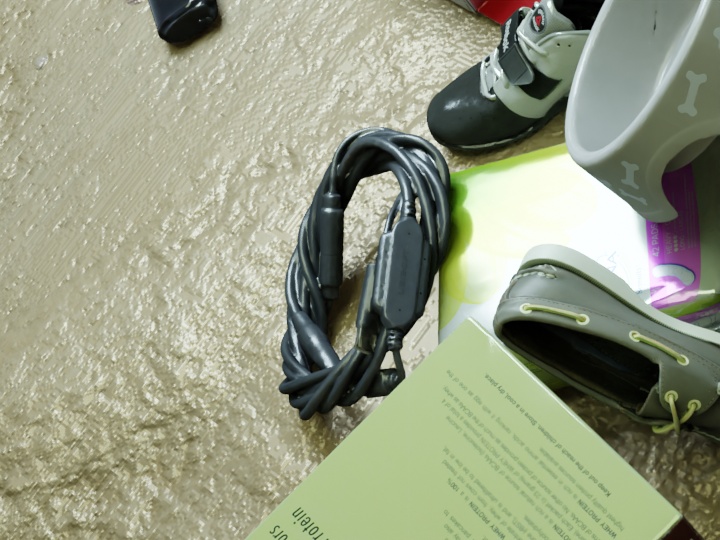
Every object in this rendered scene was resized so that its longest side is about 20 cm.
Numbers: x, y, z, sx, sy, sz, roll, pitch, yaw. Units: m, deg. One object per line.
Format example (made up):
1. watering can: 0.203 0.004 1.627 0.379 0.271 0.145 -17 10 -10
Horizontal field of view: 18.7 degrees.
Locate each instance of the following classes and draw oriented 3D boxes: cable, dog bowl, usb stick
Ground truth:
1. cable: 0.000 0.000 1.427 0.163 0.051 0.200 -35 45 54
2. dog bowl: 0.186 -0.130 1.264 0.200 0.059 0.200 -58 17 29
3. usb stick: -0.156 -0.259 1.737 0.055 0.033 0.200 -35 49 17

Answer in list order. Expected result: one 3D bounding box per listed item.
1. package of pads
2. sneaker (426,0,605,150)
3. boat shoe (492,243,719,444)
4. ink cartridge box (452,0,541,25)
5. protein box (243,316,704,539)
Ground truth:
1. package of pads: 0.145 -0.006 1.365 0.200 0.068 0.155 -15 53 24
2. sneaker: 0.122 -0.151 1.460 0.200 0.089 0.074 -25 52 18
3. boat shoe: 0.170 0.061 1.256 0.202 0.072 0.060 30 54 6
4. ink cartridge box: 0.104 -0.293 1.562 0.200 0.084 0.176 -49 49 -5
5. protein box: 0.075 0.177 1.246 0.200 0.135 0.199 -45 49 -1
